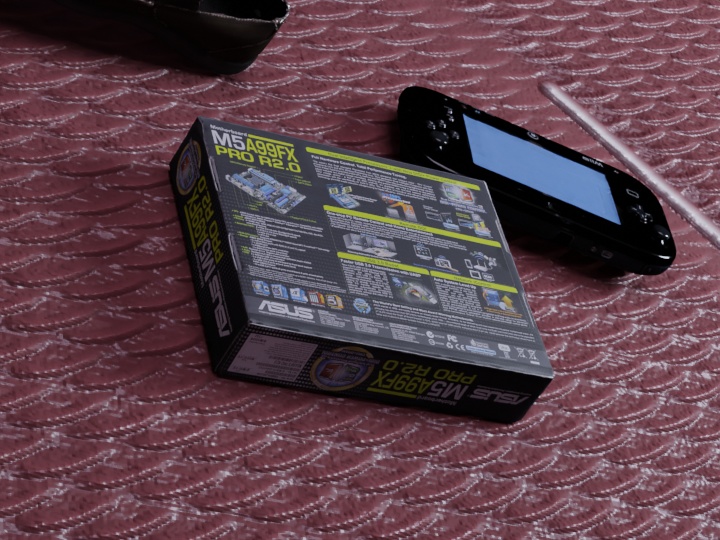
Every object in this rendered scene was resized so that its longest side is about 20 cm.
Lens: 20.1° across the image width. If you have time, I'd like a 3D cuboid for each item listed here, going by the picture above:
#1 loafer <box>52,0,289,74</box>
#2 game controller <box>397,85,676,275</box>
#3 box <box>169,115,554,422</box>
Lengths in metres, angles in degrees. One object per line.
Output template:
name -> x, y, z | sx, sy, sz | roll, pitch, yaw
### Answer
loafer -> -0.121, -0.185, 1.197 | 0.199, 0.071, 0.073 | 21, 57, -40
game controller -> 0.113, -0.059, 1.307 | 0.199, 0.042, 0.105 | 22, 38, -18
box -> 0.000, 0.000, 1.152 | 0.199, 0.044, 0.161 | 11, 42, -29
